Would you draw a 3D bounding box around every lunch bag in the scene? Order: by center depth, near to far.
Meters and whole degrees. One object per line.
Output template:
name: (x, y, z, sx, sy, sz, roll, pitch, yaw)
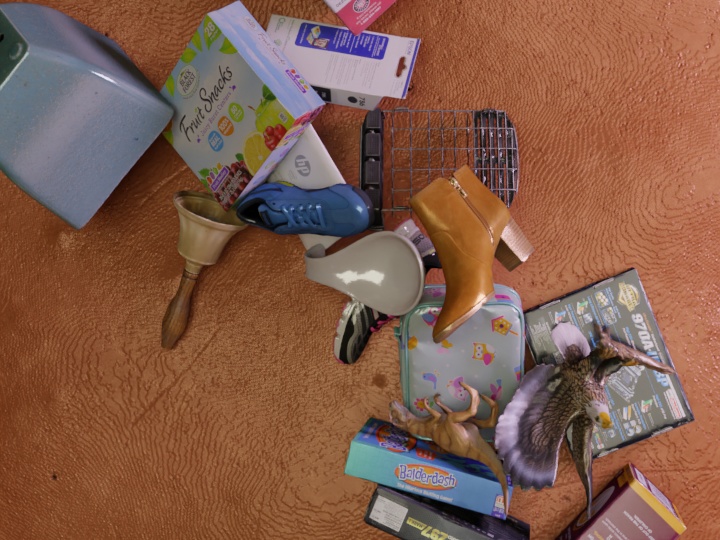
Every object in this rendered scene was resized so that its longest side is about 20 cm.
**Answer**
lunch bag: (0.120, 0.109, 1.496, 0.158, 0.077, 0.203, 0, 113, 5)

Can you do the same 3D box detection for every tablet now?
tablet: (-0.079, -0.124, 1.539, 0.130, 0.014, 0.202, -34, 86, 50)

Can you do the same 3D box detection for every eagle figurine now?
eagle figurine: (0.252, 0.167, 1.424, 0.151, 0.151, 0.202, 32, 101, 12)

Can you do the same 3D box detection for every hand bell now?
hand bell: (-0.219, 0.011, 1.581, 0.103, 0.104, 0.202, 22, 107, 7)

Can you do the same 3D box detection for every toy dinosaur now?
toy dinosaur: (0.125, 0.195, 1.434, 0.199, 0.060, 0.107, 27, 85, 33)

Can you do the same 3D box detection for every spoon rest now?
spoon rest: (0.000, 0.000, 1.467, 0.198, 0.060, 0.101, 6, 105, 46)

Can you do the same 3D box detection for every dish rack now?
dish rack: (0.096, -0.130, 1.514, 0.197, 0.055, 0.156, 0, 71, 3)

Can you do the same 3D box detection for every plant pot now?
plant pot: (-0.389, -0.210, 1.493, 0.197, 0.200, 0.196, -48, 52, 7)

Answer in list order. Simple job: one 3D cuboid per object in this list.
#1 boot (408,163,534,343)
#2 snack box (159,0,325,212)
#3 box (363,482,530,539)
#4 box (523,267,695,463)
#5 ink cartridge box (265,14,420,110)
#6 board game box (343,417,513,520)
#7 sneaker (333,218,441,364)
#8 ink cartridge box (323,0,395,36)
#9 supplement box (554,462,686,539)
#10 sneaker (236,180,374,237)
boot: (0.101, -0.024, 1.402, 0.144, 0.071, 0.201, 46, 55, 0)
snack box: (-0.157, -0.199, 1.508, 0.169, 0.067, 0.200, 50, 135, 5)
box: (0.109, 0.308, 1.493, 0.198, 0.158, 0.052, 24, 96, 6)
box: (0.301, 0.118, 1.514, 0.157, 0.046, 0.202, -23, 88, 9)
ink cartridge box: (-0.029, -0.257, 1.533, 0.197, 0.039, 0.101, 12, 61, 10)
board game box: (0.089, 0.238, 1.496, 0.197, 0.152, 0.046, 14, 96, 7)
sneaker: (0.039, 0.039, 1.536, 0.087, 0.074, 0.201, 31, 91, 12)
ink cartridge box: (-0.021, -0.405, 1.467, 0.145, 0.200, 0.084, -40, 44, 8)
supplement box: (0.292, 0.342, 1.490, 0.086, 0.110, 0.200, 43, 97, 5)
sneaker: (-0.070, -0.067, 1.493, 0.198, 0.078, 0.067, 8, 116, 42)
